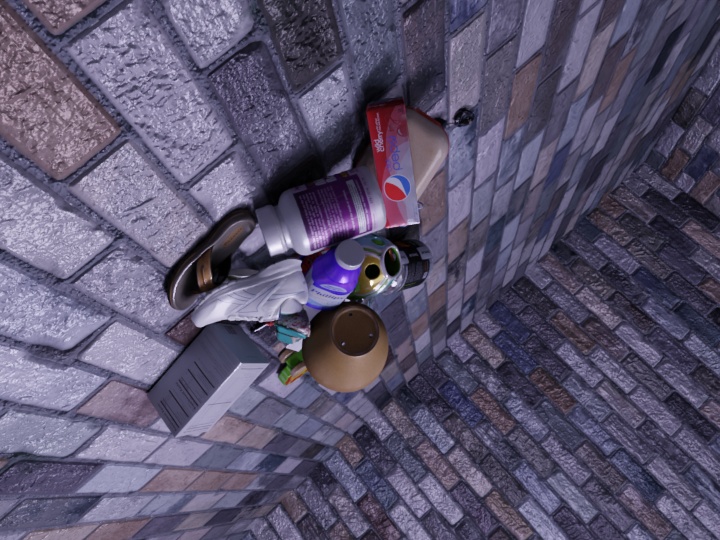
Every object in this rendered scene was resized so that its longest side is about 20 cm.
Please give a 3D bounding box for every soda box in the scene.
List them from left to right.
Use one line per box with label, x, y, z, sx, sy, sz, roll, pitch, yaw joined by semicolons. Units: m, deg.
soda box;0.055;-0.177;0.926;0.063;0.070;0.202;-8;115;7

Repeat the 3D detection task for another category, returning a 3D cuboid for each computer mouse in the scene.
computer mouse;0.177;-0.289;1.143;0.199;0.034;0.059;-29;154;-36

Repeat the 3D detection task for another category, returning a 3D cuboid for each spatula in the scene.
spatula;-0.160;0.078;1.228;0.199;0.021;0.057;-39;160;-12

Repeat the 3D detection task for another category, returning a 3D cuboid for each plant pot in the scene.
plant pot;-0.023;0.136;1.093;0.186;0.187;0.200;-38;171;-15

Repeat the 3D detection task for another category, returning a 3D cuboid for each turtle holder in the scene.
turtle holder;0.001;-0.011;1.145;0.130;0.143;0.185;-7;172;33

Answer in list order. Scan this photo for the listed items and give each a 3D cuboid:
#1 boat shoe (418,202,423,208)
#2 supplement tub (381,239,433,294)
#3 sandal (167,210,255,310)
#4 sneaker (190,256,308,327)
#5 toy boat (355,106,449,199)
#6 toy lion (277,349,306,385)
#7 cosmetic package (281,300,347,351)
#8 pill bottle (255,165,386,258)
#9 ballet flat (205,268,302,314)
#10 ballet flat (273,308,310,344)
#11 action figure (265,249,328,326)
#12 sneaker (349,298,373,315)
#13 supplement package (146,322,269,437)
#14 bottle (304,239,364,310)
boat shoe;0.083;-0.125;1.175;0.085;0.068;0.200;-59;172;26
supplement tub;0.085;-0.009;1.374;0.199;0.123;0.123;-12;143;-55
sandal;-0.232;-0.007;0.889;0.200;0.055;0.082;-46;159;3
sneaker;-0.176;0.050;0.900;0.198;0.088;0.075;-24;177;-4
toy boat;0.073;-0.204;1.028;0.201;0.130;0.131;-56;-174;26
toy lion;-0.140;0.231;1.510;0.199;0.069;0.192;-39;165;-14
cosmetic package;-0.107;0.102;1.330;0.200;0.051;0.083;-45;161;0
pill bottle;-0.066;-0.091;0.916;0.198;0.113;0.113;-20;154;-10
ballet flat;-0.178;0.035;0.995;0.198;0.070;0.070;13;125;-38
ballet flat;-0.136;0.104;1.113;0.200;0.075;0.065;145;-33;-70
action figure;-0.138;0.021;1.097;0.200;0.065;0.099;-47;168;6
sneaker;-0.007;0.104;1.483;0.079;0.075;0.201;-26;153;-43
supplement package;-0.300;0.215;1.102;0.200;0.110;0.114;-47;159;7
bottle;-0.046;0.010;0.962;0.083;0.066;0.200;14;154;-15
